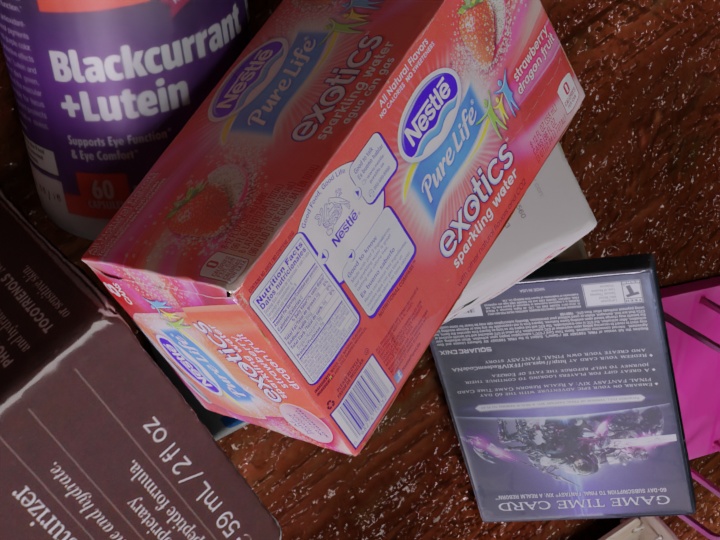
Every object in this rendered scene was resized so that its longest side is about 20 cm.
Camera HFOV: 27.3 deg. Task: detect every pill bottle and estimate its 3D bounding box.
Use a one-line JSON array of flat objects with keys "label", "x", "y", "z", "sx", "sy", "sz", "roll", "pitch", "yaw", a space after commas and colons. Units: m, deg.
[{"label": "pill bottle", "x": -0.105, "y": -0.124, "z": 0.644, "sx": 0.110, "sy": 0.111, "sz": 0.202, "roll": -23, "pitch": 124, "yaw": -25}]

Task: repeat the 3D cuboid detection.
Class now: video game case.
[{"label": "video game case", "x": 0.123, "y": 0.079, "z": 0.913, "sx": 0.141, "sy": 0.019, "sz": 0.202, "roll": -5, "pitch": 128, "yaw": 18}]

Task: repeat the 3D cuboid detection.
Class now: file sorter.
[{"label": "file sorter", "x": 0.292, "y": 0.089, "z": 1.031, "sx": 0.198, "sy": 0.125, "sz": 0.141, "roll": -10, "pitch": 118, "yaw": -32}]

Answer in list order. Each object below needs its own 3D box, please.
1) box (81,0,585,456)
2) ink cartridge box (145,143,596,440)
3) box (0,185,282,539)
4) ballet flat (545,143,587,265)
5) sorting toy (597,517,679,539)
[{"label": "box", "x": -0.005, "y": -0.041, "z": 0.609, "sx": 0.201, "sy": 0.094, "sz": 0.103, "roll": -56, "pitch": 133, "yaw": -24}, {"label": "ink cartridge box", "x": 0.000, "y": 0.000, "z": 0.752, "sx": 0.198, "sy": 0.146, "sz": 0.085, "roll": -25, "pitch": 83, "yaw": -23}, {"label": "box", "x": -0.177, "y": 0.100, "z": 0.669, "sx": 0.200, "sy": 0.164, "sz": 0.167, "roll": -41, "pitch": 130, "yaw": -11}, {"label": "ballet flat", "x": 0.122, "y": 0.002, "z": 0.909, "sx": 0.069, "sy": 0.069, "sz": 0.202, "roll": -34, "pitch": 127, "yaw": -17}, {"label": "sorting toy", "x": 0.172, "y": 0.282, "z": 1.004, "sx": 0.198, "sy": 0.180, "sz": 0.108, "roll": -27, "pitch": 126, "yaw": -22}]
